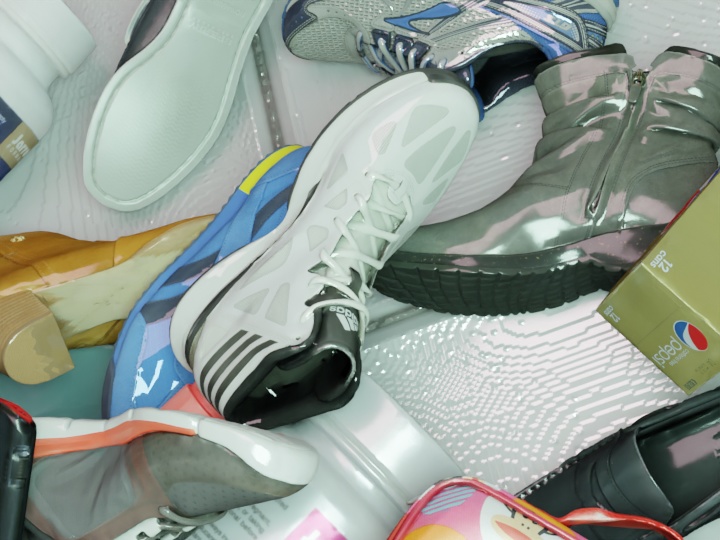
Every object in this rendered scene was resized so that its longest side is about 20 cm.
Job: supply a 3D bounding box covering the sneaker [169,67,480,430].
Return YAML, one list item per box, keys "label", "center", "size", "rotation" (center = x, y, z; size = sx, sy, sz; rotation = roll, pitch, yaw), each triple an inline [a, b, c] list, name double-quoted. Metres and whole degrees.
- label: "sneaker"
  center: [0.000, 0.000, 0.912]
  size: [0.201, 0.076, 0.115]
  rotation: [-48, 35, 6]

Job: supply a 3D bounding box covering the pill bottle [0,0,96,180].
- label: "pill bottle"
  center: [-0.257, -0.093, 1.147]
  size: [0.200, 0.111, 0.111]
  rotation: [-47, 56, -7]

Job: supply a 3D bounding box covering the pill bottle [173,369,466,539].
- label: "pill bottle"
  center: [-0.045, 0.147, 0.929]
  size: [0.200, 0.113, 0.113]
  rotation: [-46, 56, -7]

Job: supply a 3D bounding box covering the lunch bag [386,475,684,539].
- label: "lunch bag"
  center: [0.085, 0.185, 0.843]
  size: [0.199, 0.082, 0.177]
  rotation: [33, 78, 8]

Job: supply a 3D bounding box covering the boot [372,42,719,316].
- label: "boot"
  center: [0.099, -0.049, 1.003]
  size: [0.198, 0.068, 0.132]
  rotation: [-4, 68, 10]

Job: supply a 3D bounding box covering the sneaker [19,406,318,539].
- label: "sneaker"
  center: [-0.098, 0.110, 0.877]
  size: [0.199, 0.077, 0.083]
  rotation: [-8, 70, 43]

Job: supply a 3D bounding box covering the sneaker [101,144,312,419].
- label: "sneaker"
  center: [-0.059, 0.017, 0.995]
  size: [0.078, 0.066, 0.201]
  rotation: [20, 68, 52]

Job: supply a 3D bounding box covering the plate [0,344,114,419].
- label: "plate"
  center: [-0.168, 0.135, 1.038]
  size: [0.199, 0.026, 0.202]
  rotation: [-10, 59, 17]

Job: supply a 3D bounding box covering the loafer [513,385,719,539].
- label: "loafer"
  center: [0.133, 0.102, 0.909]
  size: [0.199, 0.070, 0.068]
  rotation: [-26, 56, 7]

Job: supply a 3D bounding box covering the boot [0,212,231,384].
- label: "boot"
  center: [-0.141, -0.002, 1.077]
  size: [0.200, 0.071, 0.144]
  rotation: [-22, 25, -22]

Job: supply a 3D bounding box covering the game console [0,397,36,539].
- label: "game console"
  center: [-0.236, 0.141, 0.930]
  size: [0.176, 0.031, 0.202]
  rotation: [17, 102, 36]

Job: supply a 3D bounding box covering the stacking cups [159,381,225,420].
- label: "stacking cups"
  center: [-0.141, 0.138, 0.967]
  size: [0.200, 0.061, 0.061]
  rotation: [-42, 56, 0]

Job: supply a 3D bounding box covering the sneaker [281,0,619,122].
- label: "sneaker"
  center: [0.044, -0.129, 1.071]
  size: [0.198, 0.077, 0.086]
  rotation: [-1, 66, 22]

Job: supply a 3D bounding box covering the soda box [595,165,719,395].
- label: "soda box"
  center: [0.204, -0.037, 0.923]
  size: [0.064, 0.068, 0.200]
  rotation: [42, 67, 5]

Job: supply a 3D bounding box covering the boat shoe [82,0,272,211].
- label: "boat shoe"
  center: [-0.106, -0.128, 1.139]
  size: [0.201, 0.075, 0.060]
  rotation: [-57, 20, -3]
